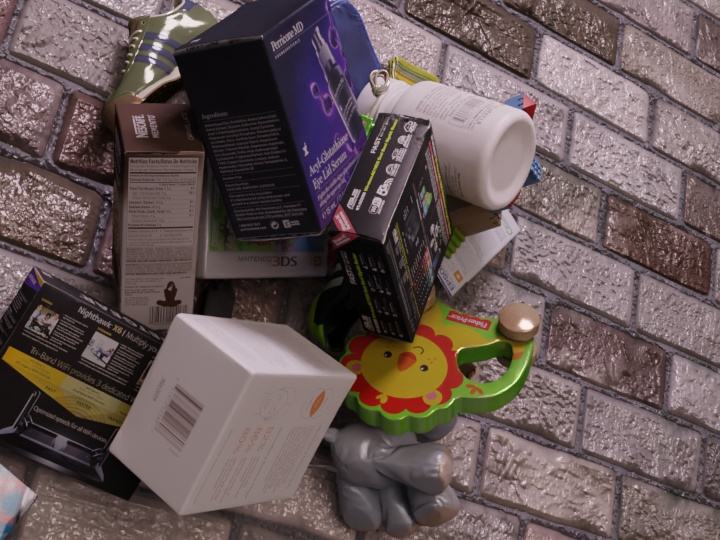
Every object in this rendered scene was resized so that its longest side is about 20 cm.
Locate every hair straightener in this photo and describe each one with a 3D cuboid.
[{"bbox_3d":[-0.144,0.005,1.213,0.040,0.077,0.203,25,65,-21],"label":"hair straightener"}]

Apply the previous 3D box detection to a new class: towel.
[{"bbox_3d":[0.076,-0.170,1.366,0.085,0.018,0.203,15,61,-37],"label":"towel"}]

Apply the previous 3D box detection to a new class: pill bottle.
[{"bbox_3d":[0.091,-0.153,1.243,0.114,0.198,0.116,-32,134,-40],"label":"pill bottle"}]

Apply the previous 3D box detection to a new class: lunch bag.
[{"bbox_3d":[-0.088,-0.221,1.279,0.200,0.131,0.137,-41,121,-32],"label":"lunch bag"}]

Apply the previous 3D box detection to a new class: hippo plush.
[{"bbox_3d":[0.030,0.197,1.250,0.197,0.161,0.162,18,41,3],"label":"hippo plush"}]

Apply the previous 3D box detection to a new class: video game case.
[{"bbox_3d":[-0.099,-0.093,1.169,0.180,0.022,0.204,-1,95,-47],"label":"video game case"}]

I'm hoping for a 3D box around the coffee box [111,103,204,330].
[{"bbox_3d":[-0.208,-0.054,1.099,0.078,0.115,0.203,-2,121,-18],"label":"coffee box"}]

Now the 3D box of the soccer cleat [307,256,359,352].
[{"bbox_3d":[0.000,0.000,1.233,0.067,0.081,0.202,15,109,-29],"label":"soccer cleat"}]

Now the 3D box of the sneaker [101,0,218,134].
[{"bbox_3d":[-0.240,-0.243,1.237,0.090,0.067,0.200,45,59,-2],"label":"sneaker"}]

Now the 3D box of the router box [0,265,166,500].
[{"bbox_3d":[-0.271,0.114,1.058,0.199,0.052,0.158,34,90,-32],"label":"router box"}]

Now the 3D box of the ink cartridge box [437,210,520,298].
[{"bbox_3d":[0.101,-0.086,1.390,0.200,0.043,0.198,-38,98,-45],"label":"ink cartridge box"}]

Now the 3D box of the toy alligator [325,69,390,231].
[{"bbox_3d":[-0.008,-0.128,1.214,0.058,0.054,0.203,20,72,-1],"label":"toy alligator"}]

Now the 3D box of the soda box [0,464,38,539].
[{"bbox_3d":[-0.400,0.172,1.011,0.200,0.068,0.064,44,64,-14],"label":"soda box"}]

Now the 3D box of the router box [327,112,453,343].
[{"bbox_3d":[0.037,-0.041,1.133,0.061,0.201,0.151,13,60,20],"label":"router box"}]

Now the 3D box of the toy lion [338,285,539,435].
[{"bbox_3d":[0.081,0.104,1.186,0.197,0.069,0.193,14,46,17],"label":"toy lion"}]

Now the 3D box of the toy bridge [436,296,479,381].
[{"bbox_3d":[0.112,0.104,1.302,0.067,0.027,0.201,37,21,-21],"label":"toy bridge"}]

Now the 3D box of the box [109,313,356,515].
[{"bbox_3d":[-0.120,0.139,1.064,0.154,0.106,0.199,-61,153,8],"label":"box"}]

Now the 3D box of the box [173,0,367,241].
[{"bbox_3d":[-0.079,-0.153,1.066,0.148,0.103,0.203,-53,133,-51],"label":"box"}]

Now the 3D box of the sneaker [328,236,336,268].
[{"bbox_3d":[-0.009,-0.049,1.316,0.198,0.073,0.089,26,64,-28],"label":"sneaker"}]

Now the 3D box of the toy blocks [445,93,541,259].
[{"bbox_3d":[0.157,-0.126,1.318,0.100,0.135,0.202,44,42,-40],"label":"toy blocks"}]
